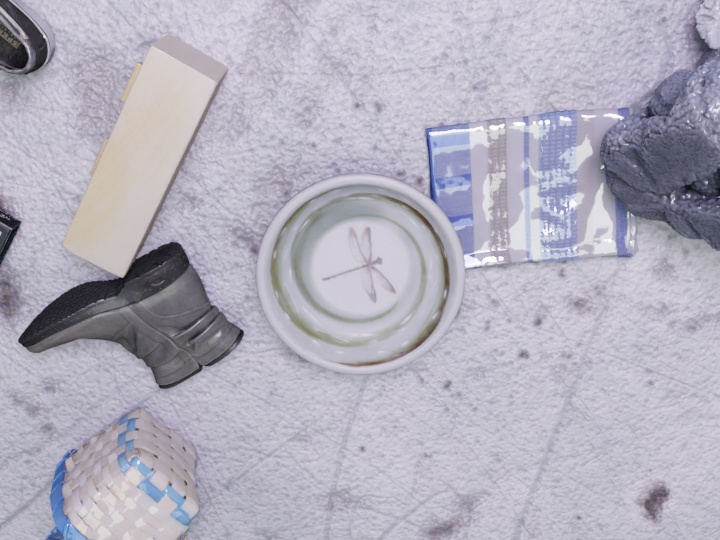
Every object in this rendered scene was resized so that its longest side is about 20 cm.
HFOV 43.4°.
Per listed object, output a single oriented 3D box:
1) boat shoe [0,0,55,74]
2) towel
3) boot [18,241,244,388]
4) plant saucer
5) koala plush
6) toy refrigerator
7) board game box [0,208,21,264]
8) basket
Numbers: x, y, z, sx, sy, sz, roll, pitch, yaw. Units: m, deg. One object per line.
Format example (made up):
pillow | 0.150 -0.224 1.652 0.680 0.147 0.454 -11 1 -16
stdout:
boat shoe | -0.354 -0.237 0.762 0.199 0.064 0.071 33 108 -12
towel | 0.163 -0.073 0.850 0.197 0.024 0.149 -5 111 2
boot | -0.224 0.069 0.886 0.198 0.068 0.132 -24 116 10
plant saucer | 0.000 0.000 0.864 0.197 0.050 0.203 0 111 0
koala plush | 0.316 -0.138 0.763 0.177 0.183 0.201 40 75 -19
toy refrigerator | -0.195 -0.104 0.809 0.069 0.076 0.201 27 110 -10
board game box | -0.431 0.003 0.875 0.134 0.028 0.201 31 108 -9
basket | -0.254 0.252 0.897 0.199 0.177 0.139 -40 111 3
